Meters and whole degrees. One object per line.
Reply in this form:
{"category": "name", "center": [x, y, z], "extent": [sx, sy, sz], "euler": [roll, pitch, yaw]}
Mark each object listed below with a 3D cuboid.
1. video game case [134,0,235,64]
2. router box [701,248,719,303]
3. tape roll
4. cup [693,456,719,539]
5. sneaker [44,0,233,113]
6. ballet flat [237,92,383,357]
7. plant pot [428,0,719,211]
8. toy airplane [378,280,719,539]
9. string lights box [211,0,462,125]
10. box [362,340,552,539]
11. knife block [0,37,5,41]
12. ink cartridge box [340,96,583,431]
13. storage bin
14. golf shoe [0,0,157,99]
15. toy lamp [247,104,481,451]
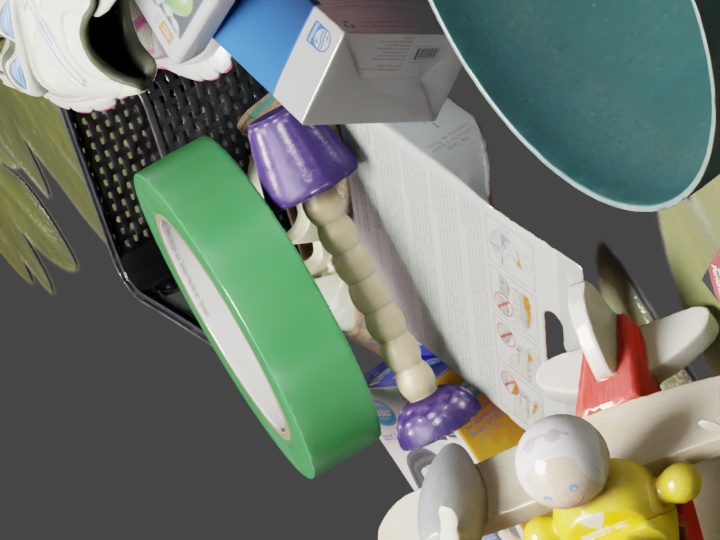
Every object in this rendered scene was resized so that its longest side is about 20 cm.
{"category": "video game case", "center": [-0.109, -0.214, 1.467], "extent": [0.182, 0.023, 0.200], "euler": [58, 156, 6]}
{"category": "router box", "center": [0.235, 0.005, 1.254], "extent": [0.150, 0.062, 0.200], "euler": [51, 156, 16]}
{"category": "tape roll", "center": [-0.059, 0.021, 1.692], "extent": [0.201, 0.048, 0.200], "euler": [56, 170, 15]}
{"category": "cup", "center": [0.171, 0.209, 1.537], "extent": [0.200, 0.143, 0.200], "euler": [46, 155, 29]}
{"category": "sneaker", "center": [-0.144, -0.150, 1.685], "extent": [0.088, 0.081, 0.200], "euler": [33, 152, -31]}
{"category": "ballet flat", "center": [-0.028, -0.019, 1.770], "extent": [0.068, 0.067, 0.200], "euler": [22, 138, 56]}
{"category": "plant pot", "center": [0.126, -0.143, 1.204], "extent": [0.200, 0.135, 0.200], "euler": [46, 154, 29]}
{"category": "toy airplane", "center": [0.120, 0.092, 1.429], "extent": [0.199, 0.200, 0.141], "euler": [31, 180, 38]}
{"category": "string lights box", "center": [-0.043, -0.157, 1.573], "extent": [0.200, 0.103, 0.059], "euler": [44, 121, 33]}
{"category": "box", "center": [0.068, 0.120, 1.752], "extent": [0.200, 0.041, 0.119], "euler": [55, 159, -11]}
{"category": "knife block", "center": [-0.180, -0.207, 1.716], "extent": [0.064, 0.175, 0.200], "euler": [55, 157, 8]}
{"category": "ink cartridge box", "center": [0.071, -0.003, 1.620], "extent": [0.200, 0.047, 0.160], "euler": [37, 149, 37]}
{"category": "storage bin", "center": [-0.105, -0.070, 1.838], "extent": [0.135, 0.094, 0.200], "euler": [28, 143, 51]}
{"category": "golf shoe", "center": [-0.153, -0.173, 1.514], "extent": [0.097, 0.078, 0.200], "euler": [16, 140, 36]}
{"category": "toy lamp", "center": [0.000, 0.000, 1.638], "extent": [0.200, 0.058, 0.058], "euler": [60, 158, -10]}
